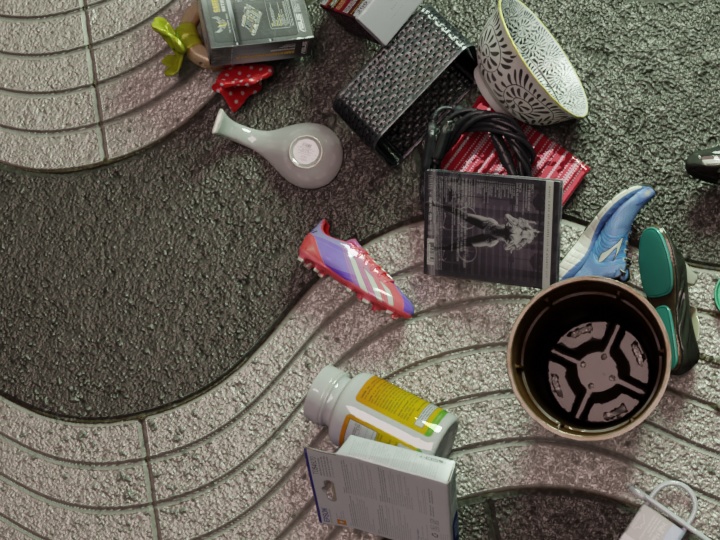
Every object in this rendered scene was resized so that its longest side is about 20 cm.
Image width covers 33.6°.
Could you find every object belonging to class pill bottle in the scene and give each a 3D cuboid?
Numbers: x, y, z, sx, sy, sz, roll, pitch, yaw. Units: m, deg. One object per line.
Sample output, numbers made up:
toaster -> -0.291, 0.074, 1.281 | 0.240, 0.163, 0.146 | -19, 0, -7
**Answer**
pill bottle -> 0.025, 0.209, 1.647 | 0.199, 0.111, 0.112 | 25, 87, 18

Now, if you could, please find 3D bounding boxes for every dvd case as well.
dvd case -> 0.179, -0.058, 1.635 | 0.198, 0.016, 0.150 | 7, 105, 28

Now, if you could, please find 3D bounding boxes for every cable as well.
cable -> 0.160, -0.127, 1.674 | 0.162, 0.051, 0.202 | 12, 105, 16

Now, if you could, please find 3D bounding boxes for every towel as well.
towel -> 0.208, -0.143, 1.706 | 0.199, 0.022, 0.145 | 37, 92, 18

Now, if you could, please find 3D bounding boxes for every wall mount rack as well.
wall mount rack -> 0.389, 0.377, 1.537 | 0.173, 0.075, 0.201 | 34, 91, 18

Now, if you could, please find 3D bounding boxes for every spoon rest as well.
spoon rest -> -0.122, -0.189, 1.794 | 0.198, 0.061, 0.100 | 20, 87, 4

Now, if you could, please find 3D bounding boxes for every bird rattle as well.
bird rattle -> -0.216, -0.351, 1.823 | 0.198, 0.113, 0.164 | 20, 70, 15

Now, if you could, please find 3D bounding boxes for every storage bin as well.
storage bin -> 0.070, -0.261, 1.704 | 0.200, 0.135, 0.094 | -45, 73, 4

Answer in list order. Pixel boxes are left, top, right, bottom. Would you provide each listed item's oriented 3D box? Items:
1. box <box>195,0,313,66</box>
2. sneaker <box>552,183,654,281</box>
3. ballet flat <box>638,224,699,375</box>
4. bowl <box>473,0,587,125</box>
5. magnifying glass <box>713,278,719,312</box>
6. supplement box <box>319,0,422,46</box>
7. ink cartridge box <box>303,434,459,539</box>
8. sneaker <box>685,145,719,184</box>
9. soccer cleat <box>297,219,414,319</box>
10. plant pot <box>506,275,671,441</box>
box -> -0.167, -0.409, 1.795 | 0.157, 0.048, 0.202 | -10, 67, -13
sneaker -> 0.342, -0.029, 1.629 | 0.089, 0.078, 0.201 | 36, 99, 11
ballet flat -> 0.416, 0.038, 1.597 | 0.068, 0.068, 0.202 | -8, 87, 58
bowl -> 0.219, -0.271, 1.652 | 0.094, 0.200, 0.202 | -35, 73, 27
magnifying glass -> 0.570, 0.029, 1.577 | 0.198, 0.022, 0.081 | -3, 79, 14
supplement box -> 0.019, -0.394, 1.717 | 0.061, 0.200, 0.109 | 39, 92, -24
ink cartridge box -> 0.032, 0.296, 1.593 | 0.198, 0.201, 0.041 | 12, 51, 15
sneaker -> 0.536, -0.178, 1.603 | 0.198, 0.076, 0.117 | 2, 76, 5
soccer cleat -> 0.000, 0.000, 1.718 | 0.199, 0.067, 0.077 | 30, 85, 21
plant pot -> 0.299, 0.123, 1.542 | 0.198, 0.198, 0.203 | -3, 79, 14
